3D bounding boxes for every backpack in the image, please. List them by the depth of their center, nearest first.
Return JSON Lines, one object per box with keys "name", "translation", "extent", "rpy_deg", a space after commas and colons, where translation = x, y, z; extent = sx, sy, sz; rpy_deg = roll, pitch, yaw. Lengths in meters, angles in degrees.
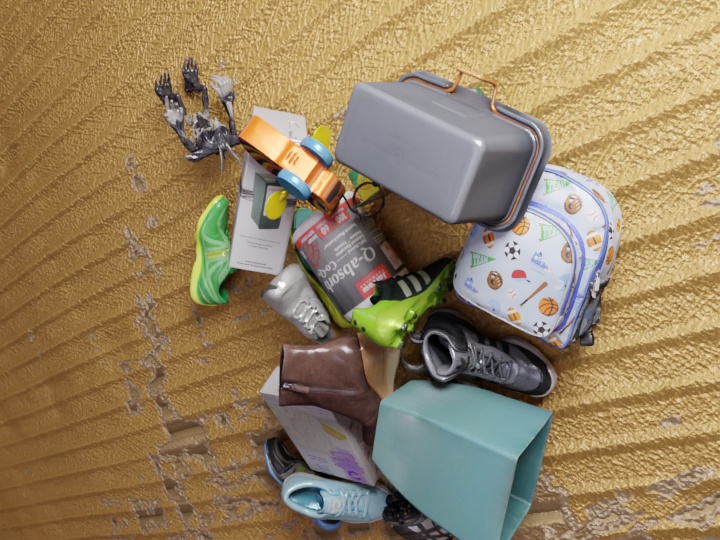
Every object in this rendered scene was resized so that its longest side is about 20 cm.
{"name": "backpack", "translation": [0.208, -0.026, 0.703], "extent": [0.197, 0.153, 0.195], "rpy_deg": [26, 107, 26]}

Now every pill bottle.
{"name": "pill bottle", "translation": [0.000, 0.000, 0.853], "extent": [0.115, 0.115, 0.202], "rpy_deg": [-37, 89, 34]}

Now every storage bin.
{"name": "storage bin", "translation": [0.078, -0.131, 0.607], "extent": [0.198, 0.133, 0.149], "rpy_deg": [32, 116, 25]}

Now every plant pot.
{"name": "plant pot", "translation": [0.121, 0.233, 0.768], "extent": [0.196, 0.140, 0.145], "rpy_deg": [18, 109, 32]}

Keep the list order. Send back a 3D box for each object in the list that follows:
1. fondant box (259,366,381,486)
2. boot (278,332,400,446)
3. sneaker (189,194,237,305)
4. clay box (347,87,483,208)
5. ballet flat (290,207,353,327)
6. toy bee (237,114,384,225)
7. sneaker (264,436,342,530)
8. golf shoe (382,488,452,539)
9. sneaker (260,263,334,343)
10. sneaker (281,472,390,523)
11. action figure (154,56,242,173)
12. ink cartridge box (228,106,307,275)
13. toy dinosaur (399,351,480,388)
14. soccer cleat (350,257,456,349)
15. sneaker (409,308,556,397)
{"name": "fondant box", "translation": [-0.056, 0.251, 0.956], "extent": [0.141, 0.059, 0.203], "rpy_deg": [0, 130, 37]}
{"name": "boot", "translation": [-0.034, 0.173, 0.825], "extent": [0.161, 0.073, 0.205], "rpy_deg": [-3, 122, -13]}
{"name": "sneaker", "translation": [-0.246, -0.034, 1.039], "extent": [0.081, 0.074, 0.205], "rpy_deg": [12, 111, 1]}
{"name": "clay box", "translation": [0.068, -0.154, 0.764], "extent": [0.198, 0.114, 0.048], "rpy_deg": [-33, 87, 34]}
{"name": "ballet flat", "translation": [-0.061, 0.002, 0.932], "extent": [0.203, 0.066, 0.067], "rpy_deg": [60, 152, 0]}
{"name": "toy bee", "translation": [-0.066, -0.106, 0.749], "extent": [0.129, 0.109, 0.202], "rpy_deg": [-34, 74, -7]}
{"name": "sneaker", "translation": [-0.095, 0.372, 1.074], "extent": [0.198, 0.071, 0.084], "rpy_deg": [40, 100, 18]}
{"name": "golf shoe", "translation": [0.132, 0.391, 0.935], "extent": [0.196, 0.078, 0.096], "rpy_deg": [-11, 117, 36]}
{"name": "sneaker", "translation": [-0.083, 0.055, 0.892], "extent": [0.075, 0.200, 0.087], "rpy_deg": [-45, 66, -4]}
{"name": "sneaker", "translation": [-0.038, 0.388, 0.985], "extent": [0.194, 0.082, 0.076], "rpy_deg": [4, 88, 2]}
{"name": "action figure", "translation": [-0.251, -0.246, 0.923], "extent": [0.201, 0.117, 0.103], "rpy_deg": [50, 159, 25]}
{"name": "ink cartridge box", "translation": [-0.138, -0.121, 0.878], "extent": [0.082, 0.147, 0.204], "rpy_deg": [9, 116, -14]}
{"name": "toy dinosaur", "translation": [0.138, 0.179, 0.865], "extent": [0.102, 0.077, 0.201], "rpy_deg": [-45, 75, 22]}
{"name": "soccer cleat", "translation": [0.063, 0.028, 0.774], "extent": [0.080, 0.199, 0.069], "rpy_deg": [25, 127, 23]}
{"name": "sneaker", "translation": [0.158, 0.123, 0.793], "extent": [0.197, 0.113, 0.077], "rpy_deg": [26, 112, 24]}
